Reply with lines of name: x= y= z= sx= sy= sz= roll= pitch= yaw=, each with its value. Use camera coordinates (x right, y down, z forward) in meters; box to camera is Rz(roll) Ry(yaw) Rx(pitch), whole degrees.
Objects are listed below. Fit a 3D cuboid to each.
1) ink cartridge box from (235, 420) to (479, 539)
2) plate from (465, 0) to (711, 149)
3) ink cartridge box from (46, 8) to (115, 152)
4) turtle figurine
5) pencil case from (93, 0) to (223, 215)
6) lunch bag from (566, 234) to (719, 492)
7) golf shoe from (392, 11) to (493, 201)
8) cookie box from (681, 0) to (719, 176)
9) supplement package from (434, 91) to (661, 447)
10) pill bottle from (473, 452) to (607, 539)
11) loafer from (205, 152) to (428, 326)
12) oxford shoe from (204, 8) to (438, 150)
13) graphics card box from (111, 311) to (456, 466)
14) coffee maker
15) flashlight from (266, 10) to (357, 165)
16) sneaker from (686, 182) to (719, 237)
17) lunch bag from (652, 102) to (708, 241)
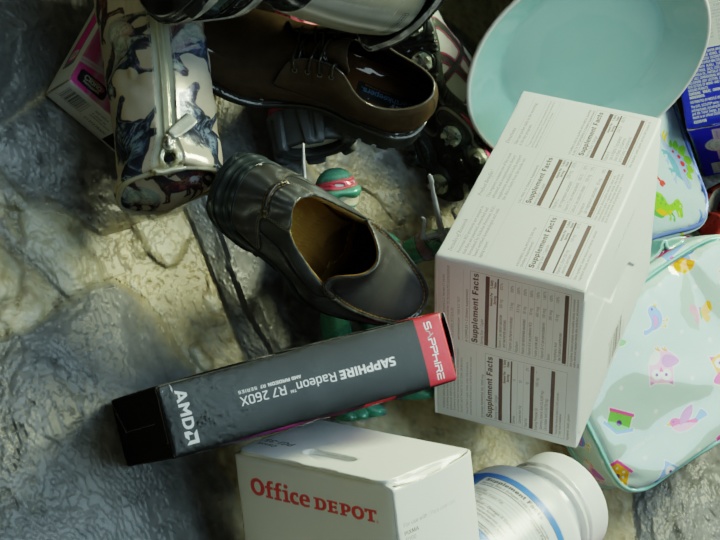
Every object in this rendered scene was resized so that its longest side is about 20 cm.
ink cartridge box: x=0.005 y=0.208 z=1.356 sx=0.083 sy=0.146 sz=0.201 roll=-19 pitch=109 yaw=-44
plate: x=0.168 y=-0.163 z=1.580 sx=0.200 sy=0.200 sz=0.026 roll=16 pitch=33 yaw=-37
ink cartridge box: x=-0.139 y=-0.169 z=1.477 sx=0.095 sy=0.037 sz=0.200 roll=40 pitch=50 yaw=-24
turtle figurine: x=0.000 y=0.000 z=1.498 sx=0.149 sy=0.101 sz=0.201 roll=-13 pitch=100 yaw=-29
pencil case: x=-0.134 y=-0.142 z=1.385 sx=0.078 sy=0.089 sz=0.201 roll=-2 pitch=76 yaw=-22
lunch bag: x=0.237 y=0.067 z=1.661 sx=0.200 sy=0.077 sz=0.161 roll=-32 pitch=95 yaw=-18
golf shoe: x=0.055 y=-0.154 z=1.626 sx=0.088 sy=0.077 sz=0.201 roll=-41 pitch=113 yaw=-50
cookie box: x=0.306 y=-0.201 z=1.806 sx=0.171 sy=0.075 sz=0.201 roll=38 pitch=44 yaw=-72
supplement package: x=0.136 y=-0.003 z=1.523 sx=0.200 sy=0.111 sz=0.156 roll=-60 pitch=157 yaw=-44
pill bottle: x=0.088 y=0.206 z=1.496 sx=0.200 sy=0.112 sz=0.113 roll=-27 pitch=94 yaw=-44
loafer: x=-0.015 y=-0.008 z=1.382 sx=0.200 sy=0.072 sz=0.073 roll=29 pitch=85 yaw=-44
oxford shoe: x=-0.038 y=-0.150 z=1.455 sx=0.199 sy=0.084 sz=0.073 roll=14 pitch=69 yaw=-12
graphics card box: x=-0.051 y=0.077 z=1.362 sx=0.199 sy=0.125 sz=0.051 roll=-13 pitch=88 yaw=-22
coffee maker: x=-0.062 y=-0.238 z=1.359 sx=0.200 sy=0.135 sz=0.192 roll=2 pitch=40 yaw=-41
flashlight: x=-0.049 y=-0.180 z=1.539 sx=0.068 sy=0.068 sz=0.201 roll=-5 pitch=78 yaw=-28
sneaker: x=0.315 y=0.013 z=1.794 sx=0.116 sy=0.078 sz=0.200 roll=52 pitch=50 yaw=-14
lunch bag: x=0.199 y=-0.108 z=1.726 sx=0.160 sy=0.082 sz=0.201 roll=-16 pitch=86 yaw=-43
